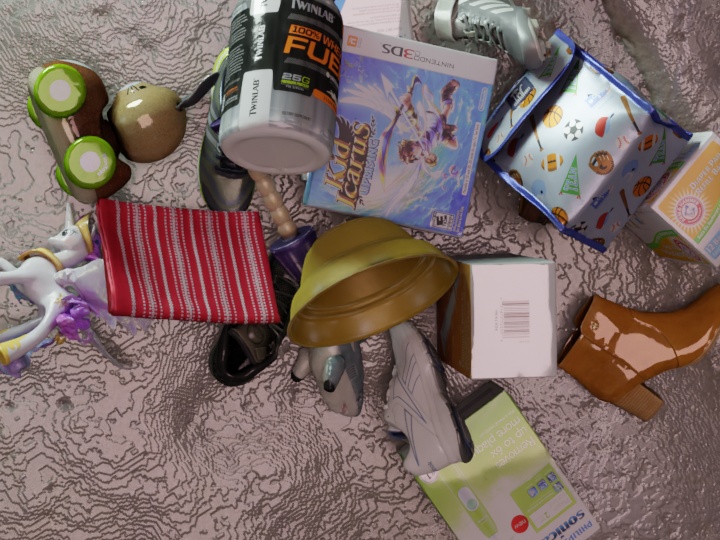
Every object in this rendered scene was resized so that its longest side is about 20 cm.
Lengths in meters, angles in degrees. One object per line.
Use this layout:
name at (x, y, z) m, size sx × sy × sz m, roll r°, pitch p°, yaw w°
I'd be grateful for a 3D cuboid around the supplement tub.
supplement tub at (-0.081, -0.213, 1.588) m, size 0.121 × 0.123 × 0.203 m, roll 6°, pitch 71°, yaw -7°

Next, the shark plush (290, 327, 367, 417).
shark plush at (-0.018, 0.065, 1.760) m, size 0.083 × 0.090 × 0.203 m, roll 13°, pitch 76°, yaw -31°

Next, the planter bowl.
planter bowl at (0.000, 0.000, 1.636) m, size 0.198 × 0.201 × 0.084 m, roll -21°, pitch 68°, yaw -5°

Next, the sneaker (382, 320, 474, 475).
sneaker at (0.060, 0.140, 1.714) m, size 0.086 × 0.075 × 0.201 m, roll -26°, pitch 51°, yaw 11°

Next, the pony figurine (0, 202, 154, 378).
pony figurine at (-0.330, 0.034, 1.656) m, size 0.199 × 0.167 × 0.194 m, roll -31°, pitch 78°, yaw -35°

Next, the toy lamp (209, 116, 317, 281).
toy lamp at (-0.100, -0.082, 1.667) m, size 0.058 × 0.058 × 0.202 m, roll -27°, pitch 103°, yaw -5°

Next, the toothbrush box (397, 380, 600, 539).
toothbrush box at (0.160, 0.255, 1.763) m, size 0.145 × 0.086 × 0.201 m, roll -35°, pitch 97°, yaw -3°

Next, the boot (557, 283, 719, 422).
boot at (0.333, 0.065, 1.779) m, size 0.143 × 0.071 × 0.202 m, roll 35°, pitch 94°, yaw -10°

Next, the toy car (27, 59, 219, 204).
toy car at (-0.252, -0.177, 1.663) m, size 0.198 × 0.164 × 0.159 m, roll -24°, pitch 96°, yaw -14°

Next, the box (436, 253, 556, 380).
box at (0.149, 0.048, 1.692) m, size 0.096 × 0.200 × 0.126 m, roll -1°, pitch 93°, yaw -7°

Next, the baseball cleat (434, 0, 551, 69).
baseball cleat at (0.142, -0.266, 1.689) m, size 0.105 × 0.201 × 0.070 m, roll -18°, pitch 120°, yaw -1°

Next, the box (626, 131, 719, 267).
box at (0.369, -0.081, 1.711) m, size 0.101 × 0.200 × 0.113 m, roll 40°, pitch 88°, yaw -7°

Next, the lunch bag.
lunch bag at (0.228, -0.150, 1.659) m, size 0.171 × 0.200 × 0.123 m, roll -51°, pitch 141°, yaw 13°

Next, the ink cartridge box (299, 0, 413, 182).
ink cartridge box at (-0.009, -0.207, 1.719) m, size 0.143 × 0.084 × 0.203 m, roll -7°, pitch 94°, yaw -6°

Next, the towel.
towel at (-0.187, -0.010, 1.639) m, size 0.198 × 0.023 × 0.146 m, roll 4°, pitch 58°, yaw -27°

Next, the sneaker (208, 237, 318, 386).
sneaker at (-0.098, 0.046, 1.709) m, size 0.076 × 0.114 × 0.200 m, roll 38°, pitch 84°, yaw -7°

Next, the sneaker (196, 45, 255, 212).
sneaker at (-0.146, -0.157, 1.708) m, size 0.073 × 0.081 × 0.203 m, roll 3°, pitch 93°, yaw -6°

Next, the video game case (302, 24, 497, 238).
video game case at (0.043, -0.152, 1.665) m, size 0.179 × 0.045 × 0.203 m, roll 11°, pitch 93°, yaw -8°

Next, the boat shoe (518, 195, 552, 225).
boat shoe at (0.218, -0.152, 1.755) m, size 0.067 × 0.072 × 0.203 m, roll 2°, pitch 95°, yaw -9°
